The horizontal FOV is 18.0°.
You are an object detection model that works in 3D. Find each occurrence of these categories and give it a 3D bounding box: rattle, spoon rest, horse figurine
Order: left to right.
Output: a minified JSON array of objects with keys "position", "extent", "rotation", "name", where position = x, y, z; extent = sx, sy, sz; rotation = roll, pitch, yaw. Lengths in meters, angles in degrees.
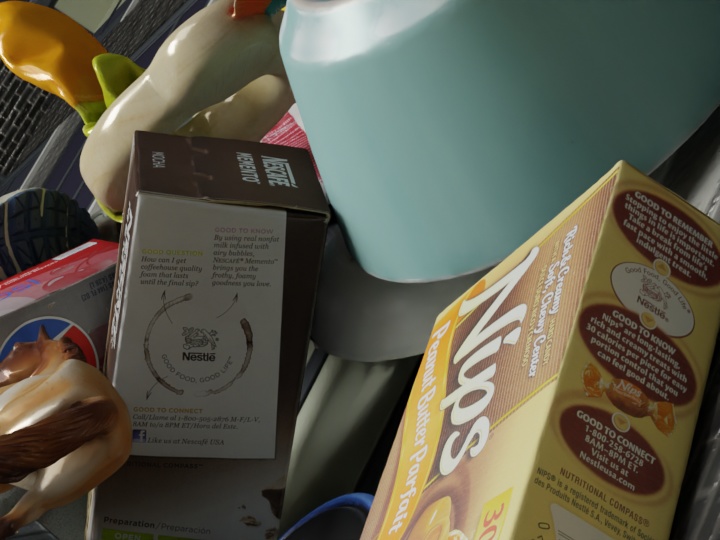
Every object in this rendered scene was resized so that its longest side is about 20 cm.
[{"position":[-0.137,0.069,0.864],"extent":[0.133,0.050,0.200],"rotation":[-34,8,-21],"name":"horse figurine"},{"position":[-0.084,-0.123,1.038],"extent":[0.143,0.130,0.200],"rotation":[67,156,21],"name":"rattle"},{"position":[0.035,-0.032,0.988],"extent":[0.099,0.061,0.200],"rotation":[-9,42,26],"name":"spoon rest"}]

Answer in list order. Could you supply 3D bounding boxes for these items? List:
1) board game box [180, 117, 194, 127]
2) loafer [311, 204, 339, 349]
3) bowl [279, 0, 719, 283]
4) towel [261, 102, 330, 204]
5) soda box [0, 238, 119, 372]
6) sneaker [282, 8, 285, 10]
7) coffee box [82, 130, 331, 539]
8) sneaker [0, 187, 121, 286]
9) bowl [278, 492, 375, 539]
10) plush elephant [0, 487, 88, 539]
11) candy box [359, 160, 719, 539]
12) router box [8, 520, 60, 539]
[{"position":[-0.124,0.027,1.310],"extent":[0.200,0.103,0.105],"rotation":[-51,12,19],"name":"board game box"},{"position":[0.000,0.000,1.079],"extent":[0.072,0.063,0.200],"rotation":[-24,22,3],"name":"loafer"},{"position":[0.047,-0.101,0.888],"extent":[0.201,0.105,0.201],"rotation":[-32,25,17],"name":"bowl"},{"position":[-0.019,-0.064,1.125],"extent":[0.200,0.023,0.144],"rotation":[-31,20,-8],"name":"towel"},{"position":[-0.181,0.057,1.017],"extent":[0.200,0.070,0.063],"rotation":[-26,17,-24],"name":"soda box"},{"position":[0.021,-0.146,1.115],"extent":[0.200,0.090,0.075],"rotation":[-10,27,37],"name":"sneaker"},{"position":[-0.069,0.051,0.961],"extent":[0.113,0.080,0.200],"rotation":[-107,25,-72],"name":"coffee box"},{"position":[-0.169,0.004,1.149],"extent":[0.200,0.085,0.077],"rotation":[8,-106,-72],"name":"sneaker"},{"position":[-0.032,0.169,0.815],"extent":[0.201,0.039,0.201],"rotation":[-52,15,20],"name":"bowl"},{"position":[-0.177,0.107,1.176],"extent":[0.200,0.165,0.155],"rotation":[-34,61,20],"name":"plush elephant"},{"position":[0.049,0.073,0.716],"extent":[0.115,0.055,0.200],"rotation":[-42,19,47],"name":"candy box"},{"position":[-0.187,0.145,0.896],"extent":[0.149,0.051,0.200],"rotation":[-15,1,-13],"name":"router box"}]
